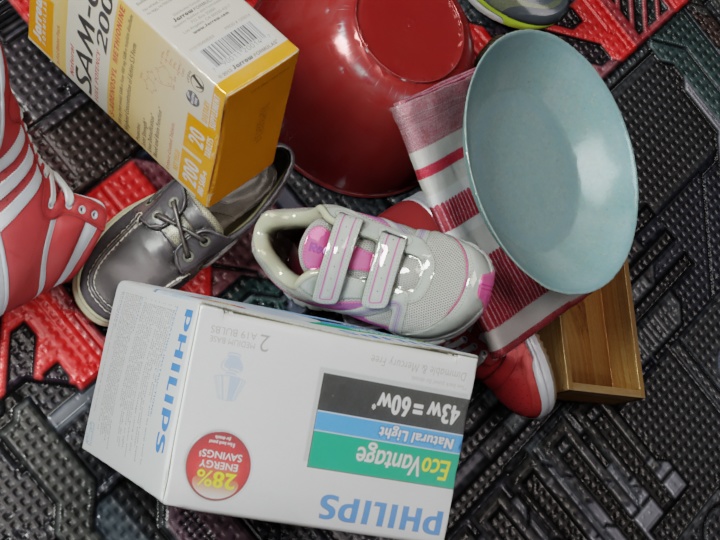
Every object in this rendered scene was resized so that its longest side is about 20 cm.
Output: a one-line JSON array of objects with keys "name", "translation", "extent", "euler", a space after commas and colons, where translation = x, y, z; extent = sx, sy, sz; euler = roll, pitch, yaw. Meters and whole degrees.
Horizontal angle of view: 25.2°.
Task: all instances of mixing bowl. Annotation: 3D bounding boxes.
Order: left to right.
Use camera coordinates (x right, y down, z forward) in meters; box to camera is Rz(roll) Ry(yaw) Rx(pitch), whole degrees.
[{"name": "mixing bowl", "translation": [0.014, -0.170, 1.263], "extent": [0.198, 0.108, 0.202], "euler": [9, 68, -23]}]

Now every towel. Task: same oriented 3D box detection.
[{"name": "towel", "translation": [0.105, -0.051, 1.213], "extent": [0.144, 0.023, 0.202], "euler": [-28, 98, -46]}]

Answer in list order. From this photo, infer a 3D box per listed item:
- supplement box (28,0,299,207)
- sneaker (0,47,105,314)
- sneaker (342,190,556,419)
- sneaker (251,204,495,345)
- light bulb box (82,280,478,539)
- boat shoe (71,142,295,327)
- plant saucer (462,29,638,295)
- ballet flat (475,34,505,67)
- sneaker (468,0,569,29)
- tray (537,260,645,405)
[{"name": "supplement box", "translation": [-0.144, -0.159, 1.131], "extent": [0.200, 0.126, 0.073], "euler": [43, 57, 17]}, {"name": "sneaker", "translation": [-0.228, -0.072, 1.069], "extent": [0.112, 0.071, 0.202], "euler": [-24, 125, -49]}, {"name": "sneaker", "translation": [0.060, 0.044, 1.231], "extent": [0.112, 0.071, 0.201], "euler": [-27, 79, -36]}, {"name": "sneaker", "translation": [0.000, 0.000, 1.138], "extent": [0.088, 0.198, 0.082], "euler": [26, 75, -54]}, {"name": "light bulb box", "translation": [-0.058, 0.090, 1.061], "extent": [0.196, 0.200, 0.126], "euler": [12, 88, -24]}, {"name": "boat shoe", "translation": [-0.125, -0.035, 1.166], "extent": [0.200, 0.065, 0.072], "euler": [-39, 94, -32]}, {"name": "plant saucer", "translation": [0.134, -0.078, 1.207], "extent": [0.200, 0.038, 0.203], "euler": [13, 71, -42]}, {"name": "ballet flat", "translation": [0.103, -0.103, 1.326], "extent": [0.067, 0.046, 0.202], "euler": [32, 61, -50]}, {"name": "sneaker", "translation": [0.107, -0.288, 1.368], "extent": [0.200, 0.081, 0.074], "euler": [44, 59, -7]}, {"name": "tray", "translation": [0.176, 0.005, 1.310], "extent": [0.098, 0.037, 0.202], "euler": [9, 71, -42]}]
